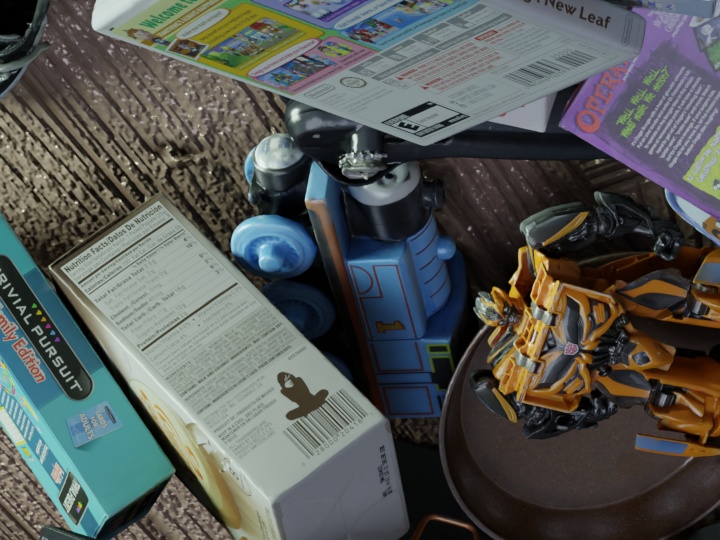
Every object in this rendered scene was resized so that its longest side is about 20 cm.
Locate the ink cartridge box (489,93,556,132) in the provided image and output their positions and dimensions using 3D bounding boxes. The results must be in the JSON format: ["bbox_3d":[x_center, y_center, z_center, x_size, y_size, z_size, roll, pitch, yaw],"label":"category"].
[{"bbox_3d":[0.042,-0.133,1.214,0.114,0.068,0.200,13,152,11],"label":"ink cartridge box"}]

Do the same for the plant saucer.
[{"bbox_3d":[0.136,0.070,1.420,0.199,0.035,0.201,-7,122,-11],"label":"plant saucer"}]

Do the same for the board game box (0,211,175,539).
[{"bbox_3d":[-0.183,0.053,1.417,0.201,0.047,0.151,55,164,5],"label":"board game box"}]

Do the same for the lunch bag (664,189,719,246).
[{"bbox_3d":[0.266,-0.050,1.286,0.199,0.076,0.160,29,132,-12],"label":"lunch bag"}]

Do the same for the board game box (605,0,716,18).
[{"bbox_3d":[0.069,-0.222,1.093,0.198,0.201,0.043,10,173,6],"label":"board game box"}]

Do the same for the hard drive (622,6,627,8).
[{"bbox_3d":[0.098,-0.201,1.207,0.199,0.038,0.140,23,136,-9],"label":"hard drive"}]

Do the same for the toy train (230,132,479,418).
[{"bbox_3d":[0.000,0.000,1.401,0.113,0.087,0.201,-3,136,12],"label":"toy train"}]

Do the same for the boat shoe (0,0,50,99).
[{"bbox_3d":[-0.192,-0.135,1.330,0.073,0.068,0.199,30,134,-15],"label":"boat shoe"}]

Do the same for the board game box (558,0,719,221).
[{"bbox_3d":[0.190,-0.116,1.192,0.120,0.032,0.200,29,126,-5],"label":"board game box"}]

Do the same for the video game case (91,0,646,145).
[{"bbox_3d":[-0.002,-0.109,1.124,0.181,0.022,0.200,18,164,-23],"label":"video game case"}]

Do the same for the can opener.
[{"bbox_3d":[0.057,-0.080,1.306,0.198,0.079,0.063,3,168,-3],"label":"can opener"}]

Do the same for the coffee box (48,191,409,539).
[{"bbox_3d":[-0.069,0.068,1.359,0.200,0.080,0.115,43,159,32],"label":"coffee box"}]

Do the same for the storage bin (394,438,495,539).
[{"bbox_3d":[0.041,0.177,1.528,0.199,0.135,0.146,15,136,-1],"label":"storage bin"}]

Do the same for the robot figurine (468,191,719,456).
[{"bbox_3d":[0.156,0.036,1.351,0.199,0.058,0.146,8,115,-20],"label":"robot figurine"}]

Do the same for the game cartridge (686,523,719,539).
[{"bbox_3d":[0.303,0.192,1.513,0.199,0.041,0.133,-13,128,46],"label":"game cartridge"}]

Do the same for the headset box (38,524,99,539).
[{"bbox_3d":[-0.074,0.213,1.343,0.173,0.093,0.200,22,172,-26],"label":"headset box"}]
